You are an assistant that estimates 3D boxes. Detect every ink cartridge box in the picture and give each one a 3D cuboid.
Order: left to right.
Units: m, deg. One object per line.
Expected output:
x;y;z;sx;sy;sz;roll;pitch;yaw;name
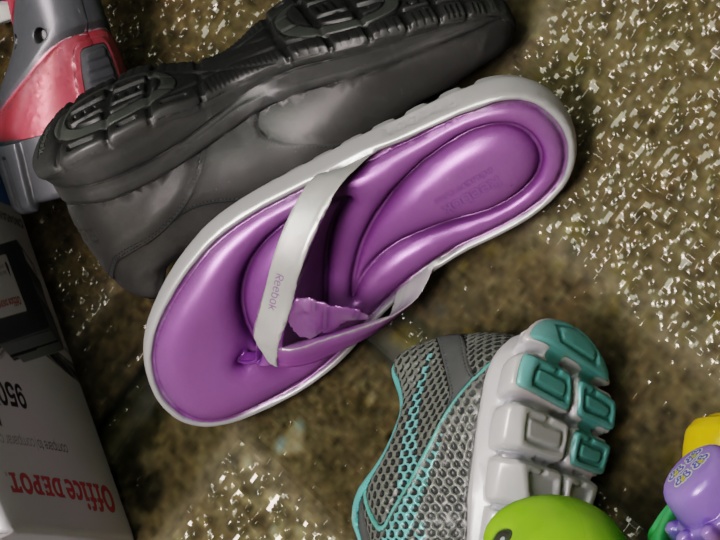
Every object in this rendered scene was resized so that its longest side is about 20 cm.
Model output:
-0.179;0.031;1.101;0.084;0.145;0.201;-23;78;12;ink cartridge box

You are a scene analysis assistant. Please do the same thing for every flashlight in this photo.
-0.139;-0.128;1.138;0.067;0.068;0.201;-15;96;-1;flashlight

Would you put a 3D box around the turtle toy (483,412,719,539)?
0.134;0.117;0.954;0.199;0.101;0.147;0;79;20;turtle toy

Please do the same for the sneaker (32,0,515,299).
-0.027;-0.056;1.103;0.199;0.091;0.076;-22;25;4;sneaker

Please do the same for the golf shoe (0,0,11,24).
-0.166;-0.152;1.197;0.092;0.073;0.200;43;107;13;golf shoe

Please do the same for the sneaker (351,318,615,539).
0.034;0.115;1.043;0.091;0.077;0.201;7;79;44;sneaker

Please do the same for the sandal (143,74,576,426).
-0.005;-0.005;1.067;0.202;0.082;0.050;-38;26;14;sandal
